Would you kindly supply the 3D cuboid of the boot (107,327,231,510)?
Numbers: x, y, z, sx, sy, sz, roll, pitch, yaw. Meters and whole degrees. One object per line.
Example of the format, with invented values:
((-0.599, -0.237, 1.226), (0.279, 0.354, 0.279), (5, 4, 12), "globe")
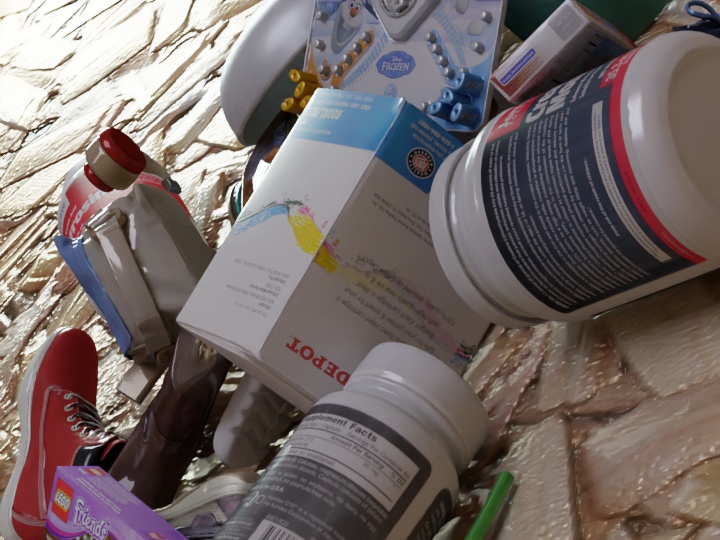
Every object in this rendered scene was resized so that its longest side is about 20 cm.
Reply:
((-0.145, 0.124, 1.645), (0.200, 0.064, 0.188), (124, 168, -58), "boot")

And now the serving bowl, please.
((-0.043, -0.192, 1.792), (0.200, 0.066, 0.200), (-42, -8, -7), "serving bowl")

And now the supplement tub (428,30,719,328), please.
((0.151, -0.050, 1.356), (0.199, 0.140, 0.141), (-23, 41, 45), "supplement tub")

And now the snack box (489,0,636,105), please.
((0.138, -0.136, 1.466), (0.072, 0.024, 0.200), (-46, -11, 11), "snack box")

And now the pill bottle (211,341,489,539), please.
((-0.009, 0.149, 1.392), (0.113, 0.113, 0.200), (-9, 36, 54), "pill bottle")

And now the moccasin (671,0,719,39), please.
((0.210, -0.132, 1.421), (0.199, 0.080, 0.069), (-13, 44, 52), "moccasin")

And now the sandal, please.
((-0.059, 0.047, 1.640), (0.050, 0.082, 0.204), (27, 84, 31), "sandal")

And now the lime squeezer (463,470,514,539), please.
((0.037, 0.214, 1.374), (0.201, 0.038, 0.071), (-52, -4, 8), "lime squeezer")

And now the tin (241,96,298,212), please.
((-0.042, -0.077, 1.699), (0.112, 0.042, 0.201), (-49, 20, 22), "tin")

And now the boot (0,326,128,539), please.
((-0.225, 0.126, 1.846), (0.144, 0.072, 0.202), (-26, 47, 43), "boot")

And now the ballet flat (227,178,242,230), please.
((-0.074, -0.010, 1.762), (0.200, 0.070, 0.066), (-109, 35, -62), "ballet flat")

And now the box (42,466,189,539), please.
((-0.166, 0.237, 1.557), (0.200, 0.039, 0.138), (28, 110, 51), "box")

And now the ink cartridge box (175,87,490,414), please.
((0.000, 0.000, 1.536), (0.201, 0.147, 0.144), (-59, 28, -8), "ink cartridge box")

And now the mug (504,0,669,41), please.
((0.159, -0.251, 1.594), (0.186, 0.114, 0.152), (-52, 27, 6), "mug")

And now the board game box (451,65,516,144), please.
((0.023, -0.113, 1.740), (0.200, 0.041, 0.200), (-47, 28, 16), "board game box")

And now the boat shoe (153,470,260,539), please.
((-0.133, 0.212, 1.598), (0.199, 0.072, 0.065), (-33, 34, 33), "boat shoe")

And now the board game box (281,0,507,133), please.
((0.028, -0.203, 1.599), (0.199, 0.026, 0.202), (7, 87, 48), "board game box")

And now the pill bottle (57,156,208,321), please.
((-0.203, -0.033, 1.937), (0.113, 0.112, 0.200), (-51, 27, 7), "pill bottle")

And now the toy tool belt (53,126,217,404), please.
((-0.190, -0.003, 1.765), (0.123, 0.125, 0.201), (-43, 63, 17), "toy tool belt")
